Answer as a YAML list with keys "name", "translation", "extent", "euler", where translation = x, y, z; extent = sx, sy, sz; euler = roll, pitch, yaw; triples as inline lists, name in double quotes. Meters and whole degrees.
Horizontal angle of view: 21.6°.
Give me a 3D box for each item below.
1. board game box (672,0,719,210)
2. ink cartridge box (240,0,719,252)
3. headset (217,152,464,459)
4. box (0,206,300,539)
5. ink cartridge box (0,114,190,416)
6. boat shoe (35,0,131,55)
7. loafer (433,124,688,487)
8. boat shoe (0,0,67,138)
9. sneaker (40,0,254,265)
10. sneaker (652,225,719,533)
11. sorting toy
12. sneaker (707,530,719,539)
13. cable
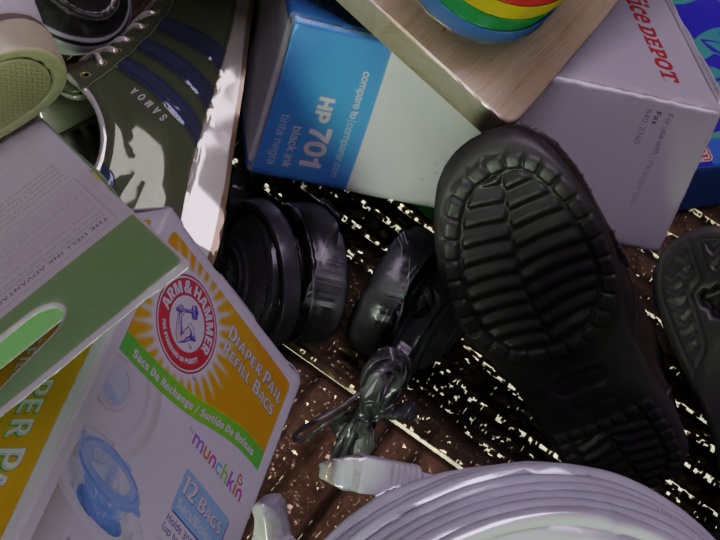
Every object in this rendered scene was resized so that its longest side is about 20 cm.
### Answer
- name: "board game box"
  translation: [0.225, -0.114, 1.009]
  extent: [0.200, 0.045, 0.152]
  euler: [-8, 62, -25]
- name: "ink cartridge box"
  translation: [0.048, -0.096, 0.881]
  extent: [0.200, 0.086, 0.147]
  euler: [12, 31, -14]
- name: "headset"
  translation: [0.000, 0.000, 0.826]
  extent: [0.123, 0.094, 0.200]
  euler: [13, 44, -11]
- name: "box"
  translation: [-0.116, 0.087, 0.697]
  extent: [0.101, 0.113, 0.200]
  euler: [-6, 46, 31]
- name: "ink cartridge box"
  translation: [-0.138, 0.021, 0.646]
  extent: [0.145, 0.048, 0.200]
  euler: [-40, 35, -8]
- name: "boat shoe"
  translation: [-0.166, -0.174, 0.843]
  extent: [0.200, 0.064, 0.071]
  euler: [48, 61, -30]
- name: "loafer"
  translation: [0.084, 0.012, 0.820]
  extent: [0.073, 0.200, 0.071]
  euler: [-17, 36, 13]
- name: "boat shoe"
  translation: [-0.206, -0.054, 0.678]
  extent: [0.200, 0.075, 0.068]
  euler: [-26, 69, -2]
- name: "sneaker"
  translation: [-0.102, -0.083, 0.855]
  extent: [0.090, 0.067, 0.200]
  euler: [13, 61, -15]
- name: "sneaker"
  translation: [0.198, 0.074, 0.857]
  extent: [0.114, 0.076, 0.200]
  euler: [-9, 80, -59]
- name: "sorting toy"
  translation: [0.052, -0.196, 0.794]
  extent: [0.199, 0.070, 0.200]
  euler: [42, 63, -4]
- name: "sneaker"
  translation: [0.123, 0.170, 0.748]
  extent: [0.080, 0.115, 0.200]
  euler: [-16, 65, -26]
- name: "cable"
  translation: [0.059, 0.166, 0.663]
  extent: [0.200, 0.069, 0.200]
  euler: [1, 98, -12]
